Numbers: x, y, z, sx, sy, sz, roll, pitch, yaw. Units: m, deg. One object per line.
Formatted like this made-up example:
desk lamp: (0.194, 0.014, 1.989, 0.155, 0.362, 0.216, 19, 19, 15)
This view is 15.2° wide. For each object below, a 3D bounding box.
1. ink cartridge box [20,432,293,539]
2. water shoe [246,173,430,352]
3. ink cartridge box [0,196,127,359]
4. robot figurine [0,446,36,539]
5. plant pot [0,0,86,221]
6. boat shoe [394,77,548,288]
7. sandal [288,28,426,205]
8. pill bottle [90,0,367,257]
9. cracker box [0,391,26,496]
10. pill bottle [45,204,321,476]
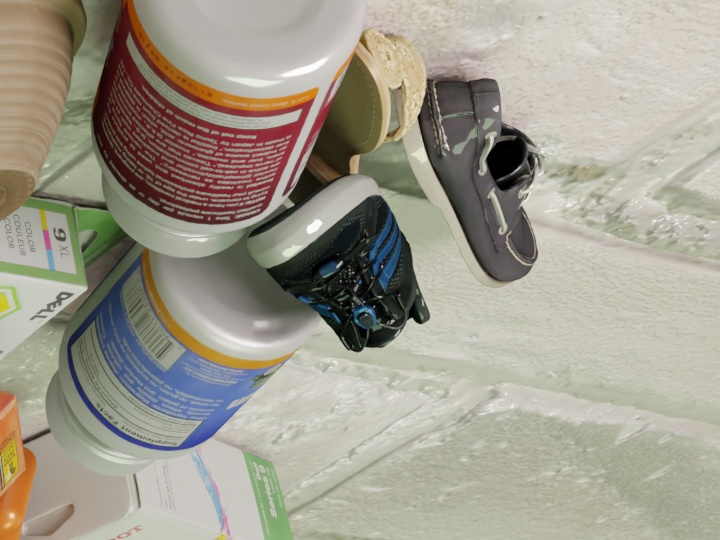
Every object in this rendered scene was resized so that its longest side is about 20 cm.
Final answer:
ink cartridge box: (-0.160, 0.173, 1.859, 0.145, 0.088, 0.200, -26, 154, 23)
water shoe: (0.000, 0.000, 1.440, 0.071, 0.079, 0.200, -32, 171, 10)
ink cartridge box: (-0.222, 0.003, 1.503, 0.199, 0.060, 0.104, 10, 146, -41)
robot figurine: (-0.299, 0.163, 1.736, 0.199, 0.117, 0.143, -31, 161, 30)
plant pot: (-0.213, -0.066, 1.273, 0.200, 0.093, 0.201, -23, 167, -6)
boat shoe: (0.078, -0.049, 1.537, 0.062, 0.073, 0.200, -16, 151, 13)
sandal: (0.000, -0.097, 1.430, 0.070, 0.078, 0.212, -40, 170, -20)
pill bottle: (-0.072, -0.089, 1.325, 0.112, 0.114, 0.200, -5, 154, -18)
cracker box: (-0.303, 0.102, 1.478, 0.199, 0.134, 0.058, 14, 128, 22)
pill bottle: (-0.110, 0.043, 1.582, 0.111, 0.113, 0.200, 2, 151, -30)
